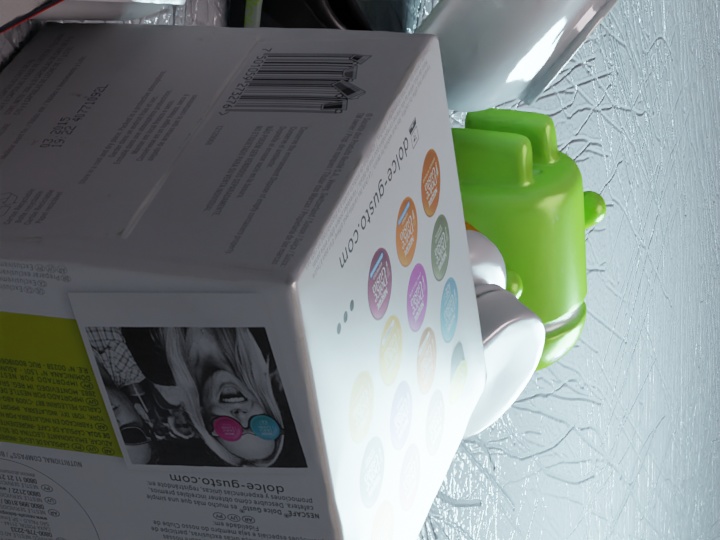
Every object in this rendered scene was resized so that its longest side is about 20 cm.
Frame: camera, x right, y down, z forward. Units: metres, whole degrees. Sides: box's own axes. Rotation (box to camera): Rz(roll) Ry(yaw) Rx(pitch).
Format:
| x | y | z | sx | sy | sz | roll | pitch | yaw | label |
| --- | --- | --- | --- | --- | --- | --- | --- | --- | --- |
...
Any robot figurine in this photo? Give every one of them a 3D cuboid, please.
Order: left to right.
| x | y | z | sx | sy | sz | roll | pitch | yaw | label |
| --- | --- | --- | --- | --- | --- | --- | --- | --- | --- |
| 0.105 | -0.014 | 1.627 | 0.175 | 0.115 | 0.202 | -42 | 133 | -54 | robot figurine |

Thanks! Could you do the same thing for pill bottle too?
| x | y | z | sx | sy | sz | roll | pitch | yaw | label |
| --- | --- | --- | --- | --- | --- | --- | --- | --- | --- |
| 0.000 | 0.000 | 1.177 | 0.109 | 0.200 | 0.110 | -35 | 147 | -27 | pill bottle |

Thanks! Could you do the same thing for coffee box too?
| x | y | z | sx | sy | sz | roll | pitch | yaw | label |
| --- | --- | --- | --- | --- | --- | --- | --- | --- | --- |
| -0.072 | 0.024 | 0.999 | 0.200 | 0.198 | 0.199 | -60 | 148 | -50 | coffee box |

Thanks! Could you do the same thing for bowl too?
| x | y | z | sx | sy | sz | roll | pitch | yaw | label |
| --- | --- | --- | --- | --- | --- | --- | --- | --- | --- |
| 0.110 | -0.174 | 1.498 | 0.201 | 0.090 | 0.201 | -50 | 180 | 0 | bowl |

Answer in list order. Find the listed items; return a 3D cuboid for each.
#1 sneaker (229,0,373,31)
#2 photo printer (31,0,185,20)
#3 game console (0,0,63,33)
| x | y | z | sx | sy | sz | roll | pitch | yaw | label |
| --- | --- | --- | --- | --- | --- | --- | --- | --- | --- |
| -0.029 | -0.111 | 1.277 | 0.072 | 0.082 | 0.202 | -24 | 115 | -68 | sneaker |
| -0.128 | -0.195 | 1.001 | 0.200 | 0.069 | 0.168 | -14 | 106 | -70 | photo printer |
| -0.156 | -0.177 | 0.860 | 0.200 | 0.031 | 0.178 | -35 | 117 | -37 | game console |
